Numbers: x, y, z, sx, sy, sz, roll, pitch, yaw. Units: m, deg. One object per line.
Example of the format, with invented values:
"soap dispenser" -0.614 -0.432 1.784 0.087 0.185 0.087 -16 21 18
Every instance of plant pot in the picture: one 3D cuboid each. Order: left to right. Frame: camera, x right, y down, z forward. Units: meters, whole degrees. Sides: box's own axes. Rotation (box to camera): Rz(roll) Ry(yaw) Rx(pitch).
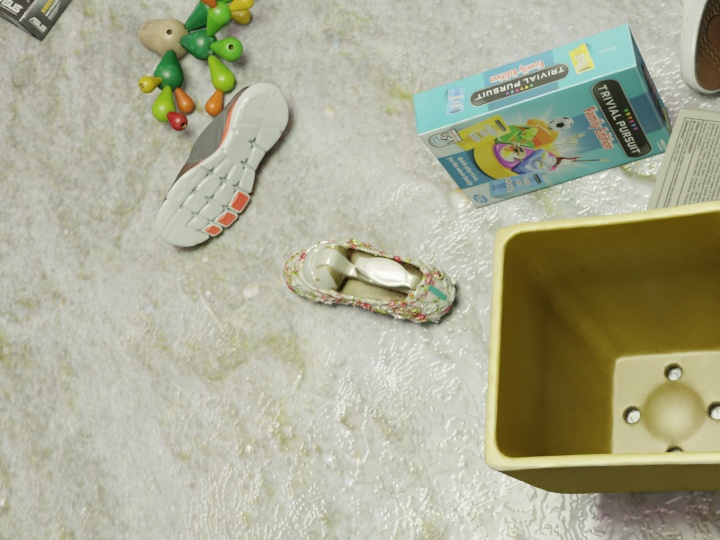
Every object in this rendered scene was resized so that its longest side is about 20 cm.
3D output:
"plant pot" 0.222 0.084 1.015 0.194 0.200 0.196 -6 64 24

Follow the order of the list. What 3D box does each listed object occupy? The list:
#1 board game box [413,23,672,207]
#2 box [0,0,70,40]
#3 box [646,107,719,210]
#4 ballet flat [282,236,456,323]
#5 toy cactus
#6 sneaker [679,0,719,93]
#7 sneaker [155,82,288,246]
"board game box" 0.168 -0.134 1.176 0.198 0.151 0.047 -16 61 20
"box" -0.434 -0.402 1.679 0.199 0.048 0.159 32 85 34
"box" 0.348 -0.044 1.066 0.199 0.109 0.129 13 72 31
"ballet flat" 0.000 0.000 1.254 0.199 0.064 0.076 9 72 31
"toy cactus" -0.200 -0.259 1.473 0.164 0.102 0.202 19 85 43
"sneaker" 0.327 -0.257 1.216 0.084 0.072 0.202 -2 70 63
"sneaker" -0.152 -0.114 1.397 0.201 0.077 0.082 -52 28 -4
